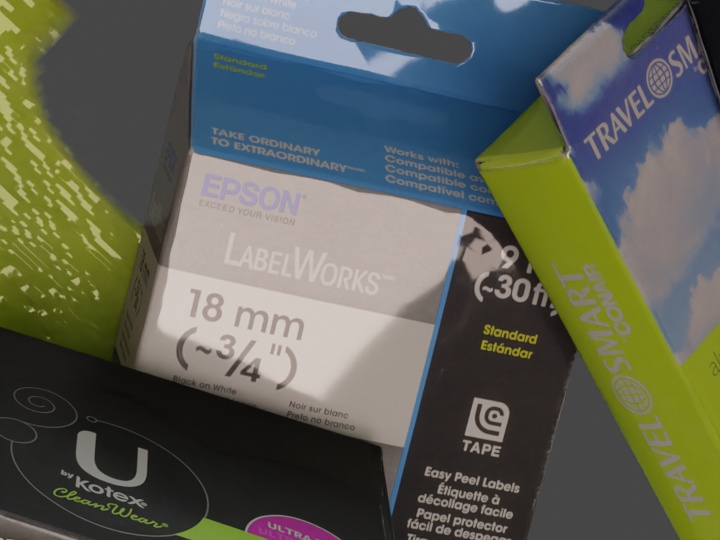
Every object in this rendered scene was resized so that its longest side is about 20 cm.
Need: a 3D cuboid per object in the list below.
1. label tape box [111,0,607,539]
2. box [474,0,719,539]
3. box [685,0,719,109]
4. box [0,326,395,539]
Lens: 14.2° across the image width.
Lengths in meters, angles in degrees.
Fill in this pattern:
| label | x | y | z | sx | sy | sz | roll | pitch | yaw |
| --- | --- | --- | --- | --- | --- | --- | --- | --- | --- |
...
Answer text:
| label | x | y | z | sx | sy | sz | roll | pitch | yaw |
| --- | --- | --- | --- | --- | --- | --- | --- | --- | --- |
| label tape box | 0.000 | 0.000 | 0.963 | 0.144 | 0.063 | 0.201 | 12 | 101 | -10 |
| box | 0.117 | -0.007 | 0.943 | 0.122 | 0.048 | 0.200 | -45 | 116 | -36 |
| box | 0.231 | -0.050 | 0.916 | 0.200 | 0.124 | 0.197 | -28 | 105 | -29 |
| box | -0.089 | 0.143 | 0.898 | 0.148 | 0.124 | 0.200 | 19 | 111 | -13 |
